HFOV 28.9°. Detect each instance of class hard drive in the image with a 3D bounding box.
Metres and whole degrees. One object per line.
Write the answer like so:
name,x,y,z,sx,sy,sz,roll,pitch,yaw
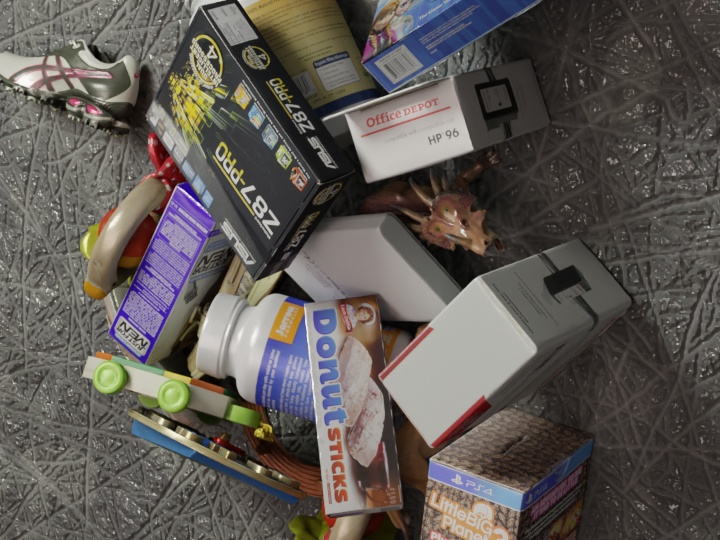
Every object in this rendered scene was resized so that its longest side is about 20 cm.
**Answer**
hard drive,0.000,0.000,1.334,0.132,0.026,0.199,46,153,-27

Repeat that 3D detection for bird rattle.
bird rattle,-0.225,-0.048,1.471,0.112,0.163,0.200,38,131,-2
bird rattle,-0.022,0.253,1.381,0.112,0.200,0.164,20,98,7

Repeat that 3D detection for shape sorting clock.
shape sorting clock,-0.143,0.183,1.414,0.199,0.200,0.039,18,78,28

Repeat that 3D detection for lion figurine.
lion figurine,0.062,0.152,1.334,0.072,0.201,0.123,-3,135,37

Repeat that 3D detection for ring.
ring,-0.054,0.149,1.488,0.199,0.019,0.202,9,107,31

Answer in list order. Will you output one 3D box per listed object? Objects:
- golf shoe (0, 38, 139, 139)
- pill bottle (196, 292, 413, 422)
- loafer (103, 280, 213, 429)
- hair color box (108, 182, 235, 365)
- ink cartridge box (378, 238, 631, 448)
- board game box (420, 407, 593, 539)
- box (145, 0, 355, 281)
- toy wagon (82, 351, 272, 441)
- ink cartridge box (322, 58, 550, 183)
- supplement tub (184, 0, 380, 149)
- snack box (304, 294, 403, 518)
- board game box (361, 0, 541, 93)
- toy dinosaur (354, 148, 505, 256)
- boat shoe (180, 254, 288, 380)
golf shoe,-0.323,-0.215,1.546,0.199,0.077,0.089,22,93,24
pill bottle,-0.056,0.088,1.383,0.199,0.112,0.113,16,112,6
loafer,-0.235,0.094,1.562,0.063,0.072,0.201,-39,83,40
hair color box,-0.178,-0.004,1.473,0.065,0.109,0.201,40,121,15
ink cartridge box,0.132,0.060,1.239,0.084,0.200,0.144,52,123,14
board game box,0.131,0.255,1.312,0.096,0.159,0.202,16,110,28
box,-0.103,-0.116,1.257,0.201,0.049,0.161,56,142,14
toy wagon,-0.178,0.128,1.420,0.199,0.155,0.040,14,82,11
ink cartridge box,0.069,-0.130,1.227,0.115,0.200,0.068,-16,94,34
supplement tub,-0.077,-0.205,1.335,0.144,0.144,0.201,-26,88,34
snack box,-0.007,0.124,1.297,0.071,0.024,0.201,-8,71,2
board game box,0.101,-0.267,1.181,0.199,0.200,0.043,-28,121,34
toy dinosaur,0.051,-0.053,1.298,0.199,0.135,0.087,-7,99,34
boat shoe,-0.132,0.029,1.471,0.063,0.073,0.200,37,110,3
